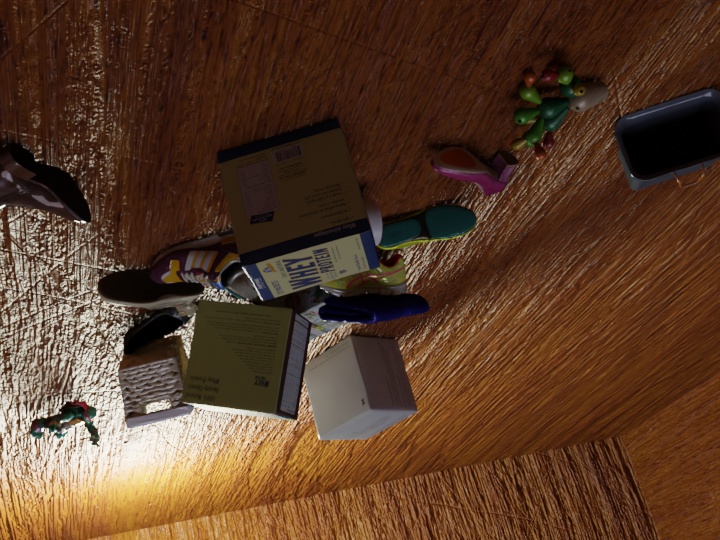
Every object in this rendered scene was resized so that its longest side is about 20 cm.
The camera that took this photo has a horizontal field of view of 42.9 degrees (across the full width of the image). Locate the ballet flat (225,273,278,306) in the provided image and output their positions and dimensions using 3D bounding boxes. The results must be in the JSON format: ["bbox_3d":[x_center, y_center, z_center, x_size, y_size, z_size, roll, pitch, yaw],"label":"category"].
[{"bbox_3d":[-0.212,0.026,1.761,0.062,0.067,0.200,-47,155,2],"label":"ballet flat"}]

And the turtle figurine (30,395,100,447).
[{"bbox_3d":[-0.659,0.351,2.102,0.199,0.101,0.149,-15,145,36],"label":"turtle figurine"}]

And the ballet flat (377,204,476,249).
[{"bbox_3d":[0.119,-0.081,1.731,0.199,0.067,0.067,-12,176,-1],"label":"ballet flat"}]

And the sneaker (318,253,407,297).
[{"bbox_3d":[0.000,0.000,1.808,0.199,0.078,0.091,-2,110,-23],"label":"sneaker"}]

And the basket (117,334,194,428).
[{"bbox_3d":[-0.413,0.219,1.854,0.135,0.124,0.200,-13,-169,-6],"label":"basket"}]

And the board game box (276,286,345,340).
[{"bbox_3d":[-0.114,0.089,1.927,0.199,0.065,0.147,-25,154,21],"label":"board game box"}]

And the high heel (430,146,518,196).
[{"bbox_3d":[0.182,-0.161,1.584,0.199,0.068,0.096,-11,147,-42],"label":"high heel"}]

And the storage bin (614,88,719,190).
[{"bbox_3d":[0.559,-0.212,1.636,0.199,0.146,0.134,-18,165,5],"label":"storage bin"}]

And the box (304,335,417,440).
[{"bbox_3d":[-0.005,0.291,2.246,0.171,0.201,0.199,8,146,-45],"label":"box"}]

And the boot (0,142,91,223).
[{"bbox_3d":[-0.519,-0.088,1.319,0.199,0.065,0.186,-26,140,14],"label":"boot"}]

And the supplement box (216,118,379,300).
[{"bbox_3d":[-0.094,-0.091,1.404,0.199,0.201,0.134,-16,156,1],"label":"supplement box"}]

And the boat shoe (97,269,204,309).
[{"bbox_3d":[-0.384,0.042,1.663,0.199,0.073,0.065,-4,152,-37],"label":"boat shoe"}]

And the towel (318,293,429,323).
[{"bbox_3d":[0.027,0.069,1.826,0.147,0.050,0.199,0,-176,36],"label":"towel"}]

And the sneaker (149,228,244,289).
[{"bbox_3d":[-0.277,-0.003,1.607,0.199,0.091,0.075,-21,154,10],"label":"sneaker"}]

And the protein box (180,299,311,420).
[{"bbox_3d":[-0.219,0.177,1.787,0.197,0.201,0.135,4,166,16],"label":"protein box"}]

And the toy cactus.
[{"bbox_3d":[0.322,-0.260,1.451,0.164,0.103,0.201,-19,148,-16],"label":"toy cactus"}]

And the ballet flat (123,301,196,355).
[{"bbox_3d":[-0.393,0.112,1.803,0.199,0.057,0.066,-32,124,30],"label":"ballet flat"}]

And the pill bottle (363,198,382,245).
[{"bbox_3d":[-0.069,-0.073,1.562,0.199,0.112,0.111,-7,154,-18],"label":"pill bottle"}]
